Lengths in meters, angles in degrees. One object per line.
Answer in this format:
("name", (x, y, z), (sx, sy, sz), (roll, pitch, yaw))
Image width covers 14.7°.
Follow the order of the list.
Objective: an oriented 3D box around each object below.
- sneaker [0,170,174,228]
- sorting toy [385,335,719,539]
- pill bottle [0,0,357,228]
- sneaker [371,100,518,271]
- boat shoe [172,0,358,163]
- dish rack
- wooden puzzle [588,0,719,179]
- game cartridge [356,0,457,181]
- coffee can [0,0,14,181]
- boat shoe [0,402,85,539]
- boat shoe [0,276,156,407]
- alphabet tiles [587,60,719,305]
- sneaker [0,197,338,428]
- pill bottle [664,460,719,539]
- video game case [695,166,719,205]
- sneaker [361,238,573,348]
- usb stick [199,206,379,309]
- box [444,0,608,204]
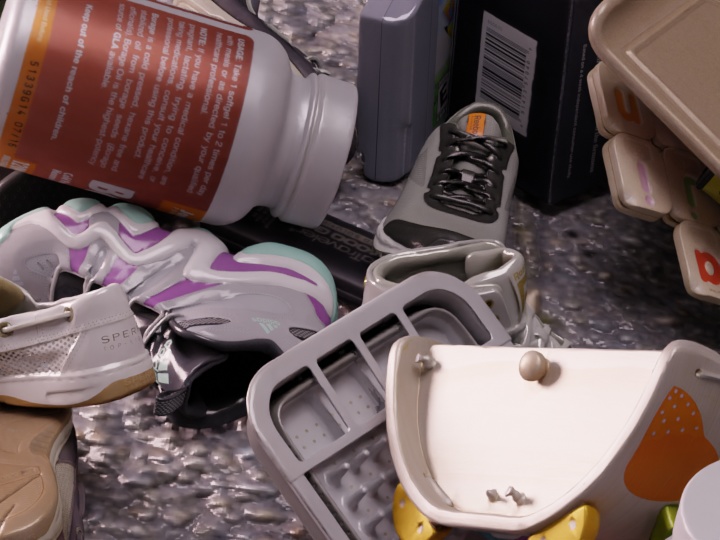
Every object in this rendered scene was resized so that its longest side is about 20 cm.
("sneaker", (-0.135, -0.066, 1.657), (0.200, 0.068, 0.108), (-25, 17, -12))
("sorting toy", (0.130, 0.106, 1.329), (0.179, 0.107, 0.199), (23, -14, -35))
("pill bottle", (-0.108, -0.090, 1.546), (0.199, 0.113, 0.112), (16, 34, -10))
("sneaker", (0.054, -0.045, 1.598), (0.074, 0.080, 0.200), (17, 19, -1))
("boat shoe", (-0.047, -0.127, 1.743), (0.062, 0.073, 0.200), (-18, 38, -26))
("dish rack", (0.040, 0.113, 1.393), (0.171, 0.044, 0.200), (-30, 80, -41))
("wooden puzzle", (0.234, -0.098, 1.622), (0.200, 0.037, 0.185), (49, 42, 4))
("game cartridge", (0.050, -0.159, 1.751), (0.040, 0.134, 0.200), (12, 36, 20))
("coffee can", (-0.228, -0.163, 1.648), (0.145, 0.201, 0.147), (5, 36, -3))
("boat shoe", (-0.172, 0.115, 1.393), (0.071, 0.065, 0.200), (-12, 19, -5))
("boat shoe", (-0.194, 0.032, 1.446), (0.199, 0.070, 0.071), (-3, 12, 30))
("alphabet tiles", (0.214, -0.059, 1.647), (0.199, 0.015, 0.197), (14, 54, -38))
("sneaker", (-0.113, 0.033, 1.504), (0.199, 0.078, 0.140), (7, 35, -1))
("pill bottle", (0.166, 0.186, 1.237), (0.111, 0.201, 0.113), (5, 35, -4))
("video game case", (0.306, -0.047, 1.673), (0.180, 0.026, 0.200), (39, 40, 0))
("sneaker", (0.092, 0.047, 1.491), (0.199, 0.116, 0.074), (8, 34, -1))
("usb stick", (0.000, 0.000, 1.609), (0.199, 0.033, 0.055), (24, 42, 21))
("box", (0.161, -0.151, 1.746), (0.199, 0.149, 0.104), (-21, 40, -36))
